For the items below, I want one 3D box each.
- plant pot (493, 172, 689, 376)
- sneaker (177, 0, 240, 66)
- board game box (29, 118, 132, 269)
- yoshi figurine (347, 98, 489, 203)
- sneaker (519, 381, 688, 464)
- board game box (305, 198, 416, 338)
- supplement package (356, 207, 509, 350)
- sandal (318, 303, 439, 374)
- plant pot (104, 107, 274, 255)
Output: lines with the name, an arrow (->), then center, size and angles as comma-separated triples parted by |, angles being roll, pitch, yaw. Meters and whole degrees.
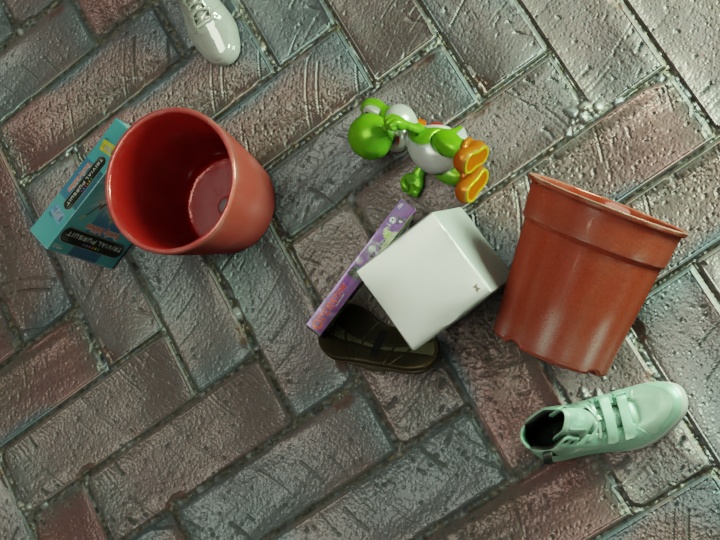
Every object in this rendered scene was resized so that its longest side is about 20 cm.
plant pot -> 0.260, 0.009, 1.591 | 0.200, 0.201, 0.196 | 25, 99, 25
sneaker -> -0.246, -0.389, 1.906 | 0.074, 0.116, 0.200 | -30, 73, 14
board game box -> -0.348, -0.104, 1.883 | 0.047, 0.151, 0.200 | 43, 100, 27
yoshi figurine -> 0.063, -0.158, 1.742 | 0.200, 0.112, 0.113 | 30, 101, 27
sneaker -> 0.287, 0.182, 1.583 | 0.200, 0.118, 0.074 | -22, 72, 18
board game box -> 0.000, 0.000, 1.716 | 0.032, 0.120, 0.200 | 38, 86, -2
supplement package -> 0.095, 0.005, 1.636 | 0.121, 0.200, 0.120 | -37, 85, 13
sandal -> 0.025, 0.098, 1.741 | 0.200, 0.055, 0.082 | 11, 63, 37
plant pot -> -0.217, -0.105, 1.813 | 0.200, 0.177, 0.201 | -4, 80, 22
